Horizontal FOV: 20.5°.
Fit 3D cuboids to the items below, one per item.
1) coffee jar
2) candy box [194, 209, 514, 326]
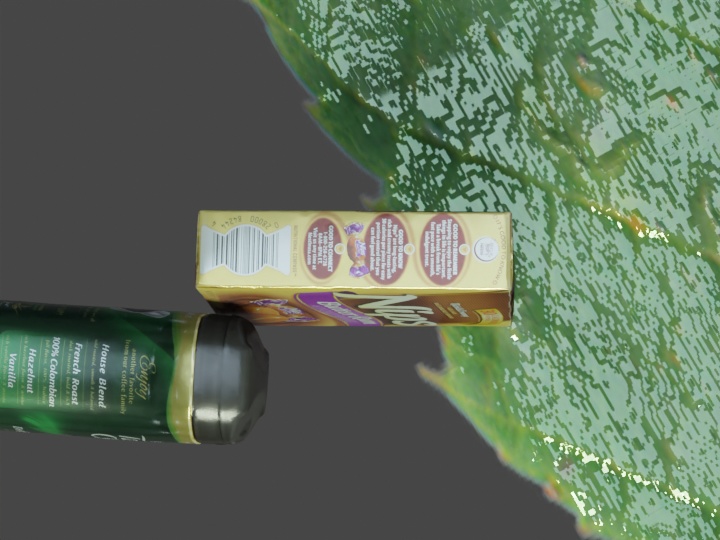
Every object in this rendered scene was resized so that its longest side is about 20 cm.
[{"bbox_3d":[-0.160,0.066,1.293,0.199,0.104,0.086,3,86,6],"label":"coffee jar"},{"bbox_3d":[0.000,0.000,1.289,0.199,0.117,0.057,-1,77,5],"label":"candy box"}]
